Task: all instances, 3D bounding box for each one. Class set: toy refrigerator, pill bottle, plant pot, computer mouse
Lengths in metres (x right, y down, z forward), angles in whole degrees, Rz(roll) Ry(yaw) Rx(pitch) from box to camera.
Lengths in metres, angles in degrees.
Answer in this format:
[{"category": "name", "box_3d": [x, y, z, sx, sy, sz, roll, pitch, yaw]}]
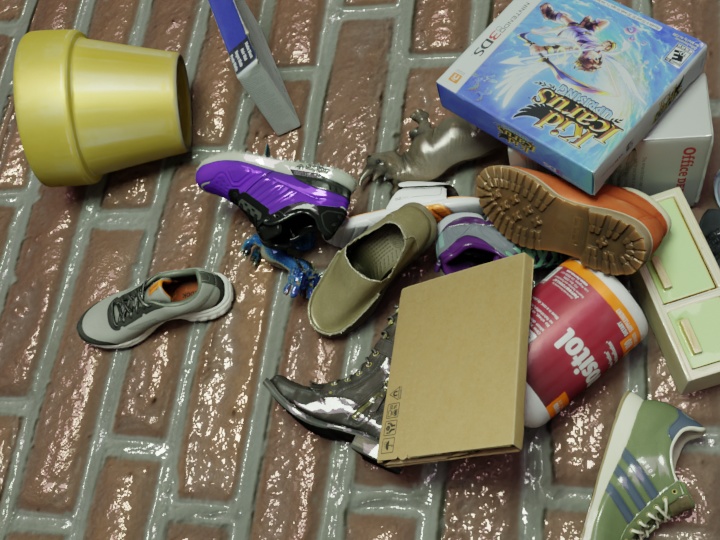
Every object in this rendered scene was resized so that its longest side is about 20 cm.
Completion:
[{"category": "toy refrigerator", "box_3d": [0.335, 0.019, 0.859, 0.076, 0.070, 0.200, -18, 65, 7]}, {"category": "pill bottle", "box_3d": [0.185, 0.087, 0.847, 0.200, 0.113, 0.113, -40, 64, -3]}, {"category": "plant pot", "box_3d": [-0.324, -0.213, 1.073, 0.188, 0.201, 0.201, -3, 67, -4]}, {"category": "computer mouse", "box_3d": [0.397, 0.028, 0.853, 0.034, 0.059, 0.200, -26, 66, 28]}]

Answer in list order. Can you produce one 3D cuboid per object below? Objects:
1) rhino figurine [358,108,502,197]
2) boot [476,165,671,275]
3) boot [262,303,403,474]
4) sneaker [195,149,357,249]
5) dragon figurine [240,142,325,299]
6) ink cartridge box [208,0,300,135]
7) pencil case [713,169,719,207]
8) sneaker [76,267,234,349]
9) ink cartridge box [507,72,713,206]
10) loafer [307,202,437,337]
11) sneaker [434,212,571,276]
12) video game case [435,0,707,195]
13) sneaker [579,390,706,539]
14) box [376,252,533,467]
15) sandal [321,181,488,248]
[{"category": "rhino figurine", "box_3d": [0.086, -0.150, 1.001, 0.200, 0.060, 0.088, -26, 61, 5]}, {"category": "boot", "box_3d": [0.220, -0.063, 0.853, 0.200, 0.075, 0.107, 28, 38, 30]}, {"category": "boot", "box_3d": [0.011, 0.112, 0.915, 0.200, 0.069, 0.174, 25, 74, 15]}, {"category": "sneaker", "box_3d": [-0.110, -0.077, 0.950, 0.200, 0.070, 0.100, 8, 73, 18]}, {"category": "dragon figurine", "box_3d": [-0.087, -0.056, 1.008, 0.099, 0.059, 0.200, 0, 69, 15]}, {"category": "ink cartridge box", "box_3d": [-0.153, -0.300, 1.048, 0.041, 0.200, 0.200, -25, 63, 4]}, {"category": "pencil case", "box_3d": [0.479, -0.113, 0.867, 0.200, 0.083, 0.091, -31, 68, 1]}, {"category": "sneaker", "box_3d": [-0.259, 0.038, 1.005, 0.200, 0.079, 0.074, -18, 67, 8]}, {"category": "ink cartridge box", "box_3d": [0.267, -0.134, 0.897, 0.199, 0.145, 0.084, -1, 65, 15]}, {"category": "loafer", "box_3d": [0.000, 0.000, 0.921, 0.076, 0.067, 0.200, 47, 114, 18]}, {"category": "sneaker", "box_3d": [0.179, -0.015, 0.893, 0.199, 0.075, 0.088, -1, 35, 11]}, {"category": "video game case", "box_3d": [0.210, -0.198, 0.835, 0.200, 0.045, 0.181, 37, 79, 28]}, {"category": "sneaker", "box_3d": [0.274, 0.219, 0.792, 0.090, 0.067, 0.201, 14, 69, 25]}, {"category": "box", "box_3d": [0.095, 0.090, 0.816, 0.163, 0.021, 0.200, -18, 50, 40]}, {"category": "sandal", "box_3d": [0.051, -0.075, 0.968, 0.206, 0.079, 0.059, -8, 67, 14]}]
